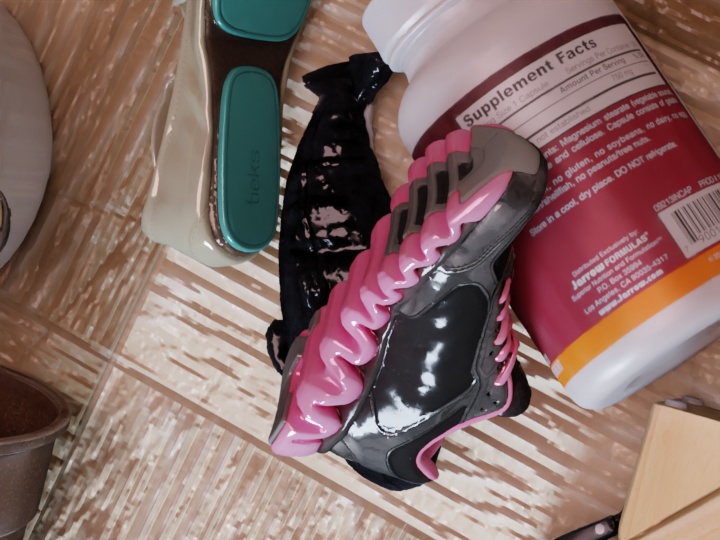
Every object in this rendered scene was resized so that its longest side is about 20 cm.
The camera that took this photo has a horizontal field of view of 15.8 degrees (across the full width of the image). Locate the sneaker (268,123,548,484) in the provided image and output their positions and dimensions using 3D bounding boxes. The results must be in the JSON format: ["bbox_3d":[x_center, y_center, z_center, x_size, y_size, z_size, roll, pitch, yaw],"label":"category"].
[{"bbox_3d":[0.039,0.021,1.094,0.095,0.079,0.200,27,133,-9],"label":"sneaker"}]

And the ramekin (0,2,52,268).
[{"bbox_3d":[-0.245,-0.066,1.243,0.200,0.098,0.201,0,89,17],"label":"ramekin"}]

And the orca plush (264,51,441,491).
[{"bbox_3d":[0.000,0.000,1.178,0.105,0.071,0.201,6,91,17],"label":"orca plush"}]

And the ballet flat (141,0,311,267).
[{"bbox_3d":[-0.064,-0.102,1.204,0.069,0.069,0.201,8,84,17],"label":"ballet flat"}]

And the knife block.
[{"bbox_3d":[0.156,0.151,1.131,0.199,0.064,0.176,15,94,17],"label":"knife block"}]

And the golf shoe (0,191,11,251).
[{"bbox_3d":[-0.232,-0.082,1.141,0.078,0.094,0.200,-43,76,13],"label":"golf shoe"}]

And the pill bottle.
[{"bbox_3d":[0.089,-0.050,1.130,0.113,0.113,0.200,-35,79,14],"label":"pill bottle"}]

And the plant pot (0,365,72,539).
[{"bbox_3d":[-0.246,0.147,1.199,0.200,0.200,0.199,12,100,17],"label":"plant pot"}]
